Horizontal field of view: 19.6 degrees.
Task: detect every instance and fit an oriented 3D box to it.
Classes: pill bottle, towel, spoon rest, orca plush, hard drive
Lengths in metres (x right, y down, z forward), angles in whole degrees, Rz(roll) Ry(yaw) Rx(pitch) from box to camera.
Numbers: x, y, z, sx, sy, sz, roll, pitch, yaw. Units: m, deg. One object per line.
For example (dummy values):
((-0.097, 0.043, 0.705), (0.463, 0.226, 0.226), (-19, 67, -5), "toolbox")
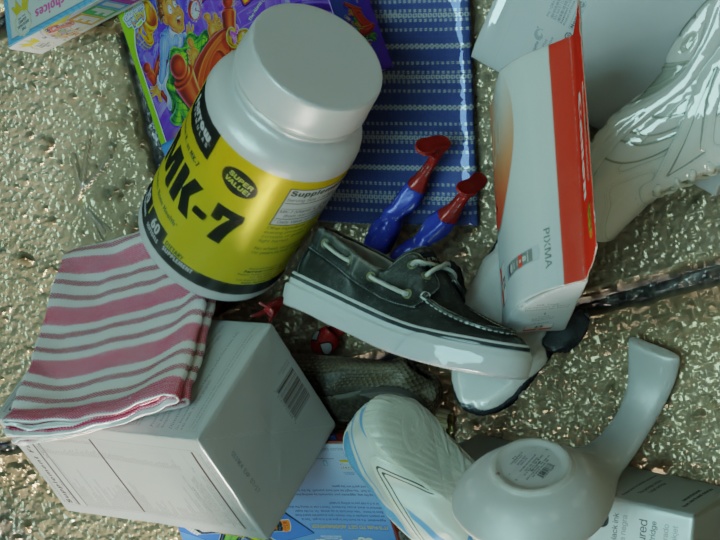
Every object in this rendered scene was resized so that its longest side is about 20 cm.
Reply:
((-0.068, -0.080, 1.416), (0.114, 0.114, 0.200), (48, 136, 15), "pill bottle")
((0.017, -0.133, 1.490), (0.144, 0.024, 0.201), (2, 101, 28), "towel")
((0.141, 0.123, 1.366), (0.099, 0.200, 0.061), (23, 136, 34), "spoon rest")
((0.108, 0.006, 1.427), (0.105, 0.071, 0.201), (0, 76, 11), "orca plush")
((-0.170, 0.035, 1.485), (0.146, 0.200, 0.030), (-15, 130, 23), "towel")
((0.183, -0.156, 1.384), (0.200, 0.025, 0.132), (32, 112, 22), "hard drive")

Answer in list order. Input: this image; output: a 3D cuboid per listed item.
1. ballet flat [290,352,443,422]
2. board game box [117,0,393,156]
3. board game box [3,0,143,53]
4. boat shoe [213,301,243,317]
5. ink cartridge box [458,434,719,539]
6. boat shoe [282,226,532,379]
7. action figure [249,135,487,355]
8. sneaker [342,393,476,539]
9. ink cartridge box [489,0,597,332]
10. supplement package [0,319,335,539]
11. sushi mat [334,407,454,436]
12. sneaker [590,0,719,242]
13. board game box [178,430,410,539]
((-0.026, 0.082, 1.518), (0.200, 0.046, 0.067), (1, 136, 35), "ballet flat")
((-0.081, -0.172, 1.501), (0.200, 0.045, 0.135), (-23, 84, 41), "board game box")
((-0.197, -0.257, 1.545), (0.200, 0.034, 0.135), (-19, 74, 42), "board game box")
((-0.165, 0.029, 1.588), (0.200, 0.070, 0.071), (-33, 82, 31), "boat shoe")
((0.144, 0.206, 1.427), (0.199, 0.083, 0.147), (9, 101, 30), "ink cartridge box")
((0.031, 0.018, 1.370), (0.200, 0.072, 0.071), (20, 94, 35), "boat shoe")
((0.000, 0.000, 1.464), (0.065, 0.099, 0.200), (47, 130, 17), "action figure")
((0.066, 0.168, 1.389), (0.200, 0.072, 0.073), (48, 149, 11), "sneaker")
((0.112, -0.060, 1.300), (0.050, 0.200, 0.163), (-3, 75, 1), "ink cartridge box")
((-0.141, 0.108, 1.501), (0.200, 0.110, 0.114), (3, 137, 37), "supplement package")
((-0.023, 0.127, 1.553), (0.200, 0.012, 0.096), (13, 103, 28), "sushi mat")
((0.213, -0.083, 1.320), (0.099, 0.078, 0.200), (43, 117, 14), "sneaker")
((-0.061, 0.168, 1.555), (0.199, 0.019, 0.103), (-3, 114, 33), "board game box")
